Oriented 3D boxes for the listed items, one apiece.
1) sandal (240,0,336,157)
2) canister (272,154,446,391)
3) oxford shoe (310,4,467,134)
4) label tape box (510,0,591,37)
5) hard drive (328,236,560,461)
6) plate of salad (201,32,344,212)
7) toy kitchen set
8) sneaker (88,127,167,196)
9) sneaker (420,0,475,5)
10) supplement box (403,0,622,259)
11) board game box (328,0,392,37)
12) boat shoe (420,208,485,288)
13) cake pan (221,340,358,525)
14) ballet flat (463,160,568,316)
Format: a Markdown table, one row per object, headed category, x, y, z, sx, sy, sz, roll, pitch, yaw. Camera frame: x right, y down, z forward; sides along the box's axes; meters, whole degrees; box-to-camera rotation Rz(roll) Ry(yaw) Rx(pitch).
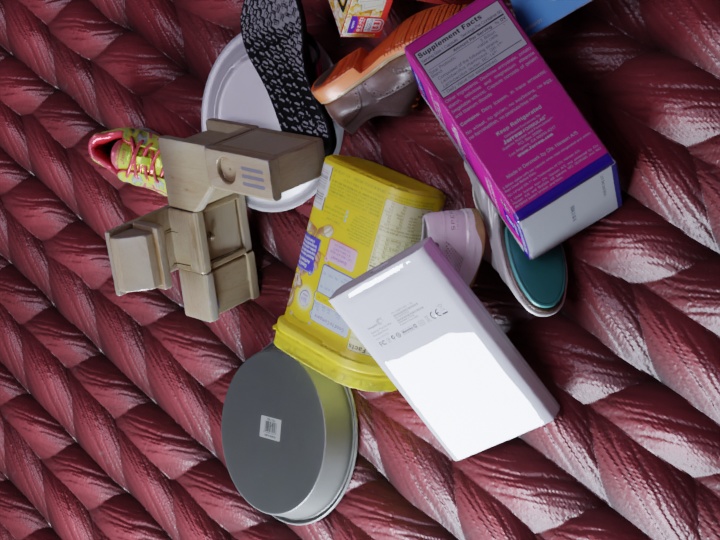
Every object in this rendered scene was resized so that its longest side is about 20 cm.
| category | x | y | z | sx | sy | sz | roll | pitch | yaw |
| --- | --- | --- | --- | --- | --- | --- | --- | --- | --- |
| sandal | -0.070 | -0.209 | 1.631 | 0.074 | 0.045 | 0.203 | -13 | 97 | 30 |
| canister | 0.000 | 0.000 | 1.572 | 0.148 | 0.086 | 0.203 | 26 | 106 | 43 |
| oxford shoe | 0.048 | -0.200 | 1.556 | 0.199 | 0.072 | 0.073 | -24 | 113 | 33 |
| label tape box | 0.188 | -0.323 | 1.404 | 0.143 | 0.066 | 0.203 | -26 | 72 | 44 |
| hard drive | 0.076 | 0.076 | 1.452 | 0.131 | 0.026 | 0.201 | -29 | 105 | 41 |
| plate of salad | -0.091 | -0.165 | 1.698 | 0.198 | 0.048 | 0.203 | 3 | 96 | 35 |
| toy kitchen set | -0.145 | -0.030 | 1.628 | 0.179 | 0.162 | 0.203 | 14 | 119 | 42 |
| sneaker | -0.242 | -0.124 | 1.822 | 0.199 | 0.090 | 0.079 | 14 | 97 | 44 |
| sneaker | 0.111 | -0.309 | 1.399 | 0.198 | 0.078 | 0.117 | -3 | 79 | 35 |
| supplement box | 0.134 | -0.128 | 1.387 | 0.103 | 0.101 | 0.201 | -31 | 67 | 1 |
| board game box | 0.006 | -0.353 | 1.527 | 0.201 | 0.046 | 0.153 | 112 | 148 | -46 |
| boat shoe | 0.061 | 0.027 | 1.490 | 0.071 | 0.068 | 0.202 | -109 | 27 | -56 |
| cake pan | -0.082 | 0.171 | 1.685 | 0.199 | 0.036 | 0.203 | -2 | 87 | 46 |
| ballet flat | 0.140 | -0.041 | 1.453 | 0.069 | 0.069 | 0.202 | -35 | 61 | 39 |
